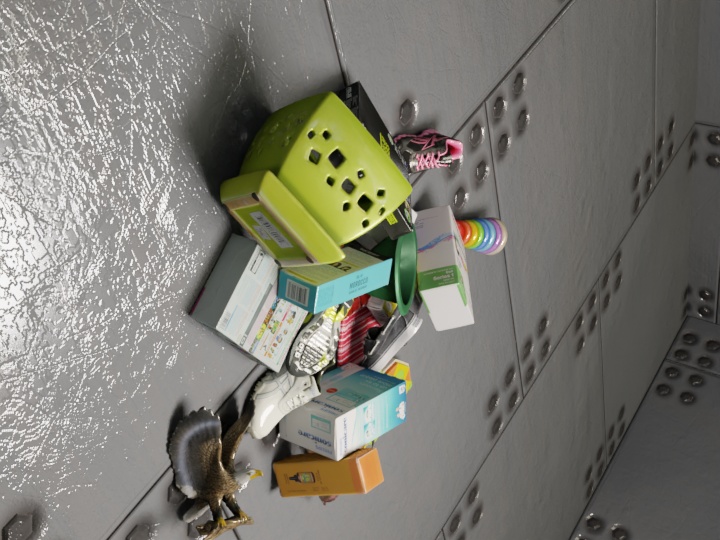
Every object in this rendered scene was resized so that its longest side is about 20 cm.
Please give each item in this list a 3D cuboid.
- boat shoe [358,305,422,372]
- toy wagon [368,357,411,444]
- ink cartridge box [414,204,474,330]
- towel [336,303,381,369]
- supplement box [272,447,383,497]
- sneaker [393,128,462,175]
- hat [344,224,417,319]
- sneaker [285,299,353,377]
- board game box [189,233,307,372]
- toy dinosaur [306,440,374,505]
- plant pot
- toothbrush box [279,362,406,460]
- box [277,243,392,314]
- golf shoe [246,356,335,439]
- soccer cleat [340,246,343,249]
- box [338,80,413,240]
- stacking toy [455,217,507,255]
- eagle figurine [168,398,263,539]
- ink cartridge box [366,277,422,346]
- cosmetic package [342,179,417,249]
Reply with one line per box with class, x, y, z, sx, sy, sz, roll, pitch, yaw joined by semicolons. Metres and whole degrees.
boat shoe;0.036;0.137;1.786;0.200;0.068;0.072;-50;-176;38
toy wagon;0.045;0.280;1.960;0.155;0.039;0.202;26;82;-58
ink cartridge box;0.164;-0.006;1.880;0.145;0.083;0.202;62;19;-50
towel;0.005;0.099;1.830;0.144;0.022;0.202;-24;124;-50
supplement box;-0.059;0.360;1.680;0.069;0.198;0.067;-19;96;-56
sneaker;0.126;-0.220;1.800;0.199;0.095;0.080;-31;131;-46
hat;0.000;0.000;1.688;0.166;0.174;0.202;72;25;-52
sneaker;-0.078;0.098;1.626;0.074;0.084;0.201;45;58;-27
board game box;-0.166;0.055;1.503;0.149;0.064;0.200;-63;146;-14
toy dinosaur;-0.048;0.372;1.768;0.085;0.134;0.202;-13;116;-54
plant pot;-0.079;-0.118;1.387;0.200;0.198;0.182;48;67;-21
toothbrush box;-0.031;0.251;1.708;0.199;0.145;0.086;-21;116;-45
box;-0.039;0.011;1.537;0.199;0.082;0.050;-20;125;-50
golf shoe;-0.119;0.206;1.617;0.201;0.096;0.078;-60;147;-18
soccer cleat;-0.094;-0.065;1.564;0.078;0.069;0.200;-50;141;-11
box;0.025;-0.184;1.571;0.201;0.047;0.194;-90;155;-50
stacking toy;0.241;-0.082;2.065;0.199;0.085;0.086;5;100;-53
eagle figurine;-0.223;0.315;1.509;0.152;0.149;0.202;140;-62;-77
ink cartridge box;0.087;0.022;1.868;0.202;0.047;0.198;-67;154;-17
cosmetic package;0.022;-0.102;1.715;0.200;0.073;0.103;39;72;-58
